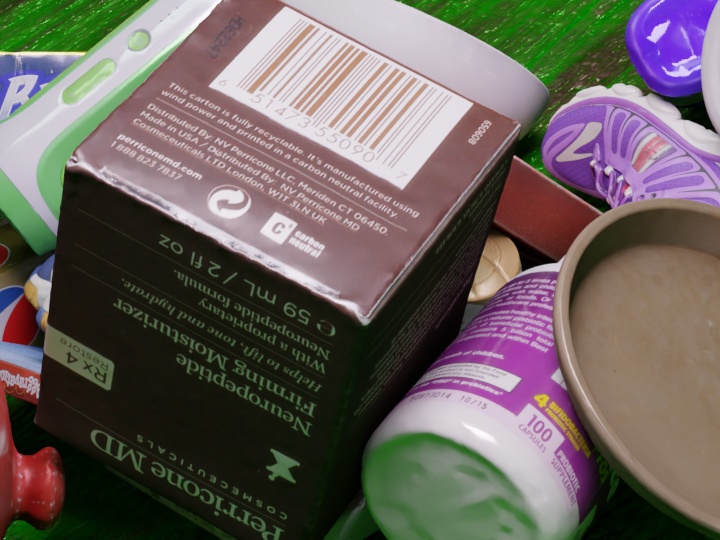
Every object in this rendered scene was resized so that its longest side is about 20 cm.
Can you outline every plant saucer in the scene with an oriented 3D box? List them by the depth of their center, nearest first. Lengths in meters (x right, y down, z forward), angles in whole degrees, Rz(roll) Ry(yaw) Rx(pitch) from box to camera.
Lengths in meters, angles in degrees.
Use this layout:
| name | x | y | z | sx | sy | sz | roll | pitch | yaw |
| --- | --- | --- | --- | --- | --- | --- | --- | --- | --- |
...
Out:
| name | x | y | z | sx | sy | sz | roll | pitch | yaw |
| --- | --- | --- | --- | --- | --- | --- | --- | --- | --- |
| plant saucer | 0.178 | 0.054 | 1.281 | 0.200 | 0.029 | 0.200 | 16 | 51 | -21 |
| plant saucer | 0.080 | -0.037 | 1.488 | 0.200 | 0.200 | 0.037 | 28 | 89 | 51 |

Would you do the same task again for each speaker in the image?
| name | x | y | z | sx | sy | sz | roll | pitch | yaw |
| --- | --- | --- | --- | --- | --- | --- | --- | --- | --- |
| speaker | -0.137 | -0.099 | 1.548 | 0.200 | 0.088 | 0.088 | -40 | 32 | -6 |

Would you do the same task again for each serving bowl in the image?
| name | x | y | z | sx | sy | sz | roll | pitch | yaw |
| --- | --- | --- | --- | --- | --- | --- | --- | --- | --- |
| serving bowl | 0.018 | -0.120 | 1.670 | 0.200 | 0.200 | 0.066 | 18 | 83 | 45 |

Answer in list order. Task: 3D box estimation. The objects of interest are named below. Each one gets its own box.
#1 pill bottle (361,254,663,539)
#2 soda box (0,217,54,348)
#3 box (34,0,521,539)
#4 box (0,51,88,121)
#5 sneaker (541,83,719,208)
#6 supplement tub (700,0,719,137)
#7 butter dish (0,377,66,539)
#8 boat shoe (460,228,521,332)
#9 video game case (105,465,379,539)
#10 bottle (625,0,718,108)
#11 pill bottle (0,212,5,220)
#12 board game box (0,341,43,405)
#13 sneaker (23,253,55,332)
| name | x | y | z | sx | sy | sz | roll | pitch | yaw |
| --- | --- | --- | --- | --- | --- | --- | --- | --- | --- |
| pill bottle | 0.094 | 0.066 | 1.317 | 0.112 | 0.112 | 0.200 | 7 | 36 | 33 |
| soda box | -0.255 | 0.037 | 1.578 | 0.200 | 0.064 | 0.068 | -32 | 33 | -31 |
| box | -0.044 | 0.003 | 1.288 | 0.166 | 0.200 | 0.164 | 27 | 48 | 12 |
| box | -0.154 | -0.101 | 1.624 | 0.200 | 0.070 | 0.064 | 0 | 0 | -7 |
| sneaker | 0.171 | -0.051 | 1.548 | 0.083 | 0.081 | 0.200 | -34 | 34 | -24 |
| supplement tub | 0.306 | -0.115 | 1.504 | 0.200 | 0.123 | 0.123 | 1 | 16 | -36 |
| butter dish | -0.226 | 0.107 | 1.346 | 0.148 | 0.199 | 0.200 | 7 | 26 | -11 |
| boat shoe | 0.000 | 0.000 | 1.450 | 0.200 | 0.069 | 0.071 | 19 | 58 | 28 |
| video game case | -0.014 | 0.085 | 1.428 | 0.200 | 0.024 | 0.182 | -29 | 31 | -27 |
| bottle | 0.213 | -0.139 | 1.623 | 0.084 | 0.065 | 0.200 | -30 | -6 | 8 |
| pill bottle | -0.159 | -0.085 | 1.712 | 0.200 | 0.112 | 0.112 | -16 | 28 | -7 |
| board game box | -0.170 | 0.061 | 1.455 | 0.103 | 0.019 | 0.200 | 9 | 2 | -33 |
| sneaker | -0.139 | 0.004 | 1.494 | 0.088 | 0.075 | 0.200 | -57 | 14 | -1 |
